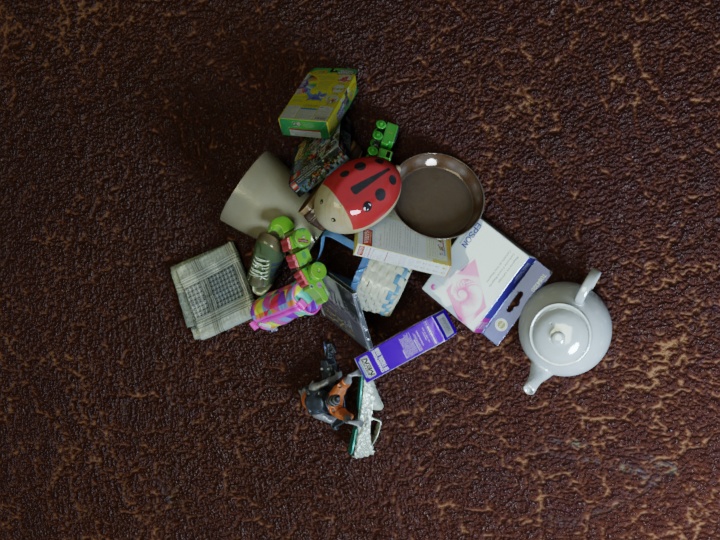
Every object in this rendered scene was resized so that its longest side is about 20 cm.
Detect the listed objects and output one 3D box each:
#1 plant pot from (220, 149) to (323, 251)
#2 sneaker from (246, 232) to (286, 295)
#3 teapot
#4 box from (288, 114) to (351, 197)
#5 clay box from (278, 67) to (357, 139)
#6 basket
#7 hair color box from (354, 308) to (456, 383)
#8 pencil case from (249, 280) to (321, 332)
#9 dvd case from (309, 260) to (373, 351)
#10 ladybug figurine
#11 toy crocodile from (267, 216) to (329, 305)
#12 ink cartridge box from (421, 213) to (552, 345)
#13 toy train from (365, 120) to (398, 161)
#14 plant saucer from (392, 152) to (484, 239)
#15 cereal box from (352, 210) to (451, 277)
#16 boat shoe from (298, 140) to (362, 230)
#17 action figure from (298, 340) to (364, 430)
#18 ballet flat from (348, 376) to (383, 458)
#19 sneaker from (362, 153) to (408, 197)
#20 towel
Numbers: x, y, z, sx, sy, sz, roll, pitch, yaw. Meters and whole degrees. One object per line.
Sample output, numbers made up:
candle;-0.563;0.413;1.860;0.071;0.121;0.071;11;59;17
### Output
plant pot;-0.172;-0.126;1.764;0.199;0.187;0.188;37;107;-1
sneaker;-0.209;-0.004;1.759;0.066;0.200;0.091;24;71;2
teapot;0.395;0.115;1.572;0.195;0.146;0.203;-16;88;21
box;-0.083;-0.249;1.700;0.136;0.201;0.038;-35;116;20
clay box;-0.083;-0.359;1.716;0.113;0.201;0.048;8;137;20
basket;0.000;0.000;1.699;0.198;0.177;0.141;23;65;0
hair color box;0.096;0.159;1.710;0.199;0.109;0.065;-32;84;20
pencil case;-0.166;0.078;1.780;0.199;0.088;0.089;-26;85;49
dvd case;-0.048;0.070;1.711;0.199;0.016;0.150;35;148;50
ladybug figurine;0.000;-0.155;1.579;0.199;0.072;0.136;-37;83;-16
toy crocodile;-0.124;-0.020;1.672;0.067;0.061;0.202;-18;98;57
ink cartridge box;0.259;0.021;1.672;0.199;0.043;0.198;39;106;15
toy train;0.036;-0.227;1.679;0.056;0.042;0.202;17;62;-2
plant saucer;0.153;-0.146;1.649;0.197;0.035;0.203;3;64;-6
cereal box;0.086;-0.070;1.639;0.197;0.145;0.040;14;135;-8
boat shoe;-0.049;-0.173;1.665;0.070;0.070;0.201;37;73;-14
action figure;-0.072;0.257;1.777;0.192;0.104;0.203;-15;84;49
ballet flat;0.016;0.317;1.788;0.071;0.072;0.203;12;101;19
sneaker;0.029;-0.172;1.733;0.199;0.070;0.094;37;114;16
towel;-0.349;0.051;1.911;0.198;0.034;0.195;-22;87;22
